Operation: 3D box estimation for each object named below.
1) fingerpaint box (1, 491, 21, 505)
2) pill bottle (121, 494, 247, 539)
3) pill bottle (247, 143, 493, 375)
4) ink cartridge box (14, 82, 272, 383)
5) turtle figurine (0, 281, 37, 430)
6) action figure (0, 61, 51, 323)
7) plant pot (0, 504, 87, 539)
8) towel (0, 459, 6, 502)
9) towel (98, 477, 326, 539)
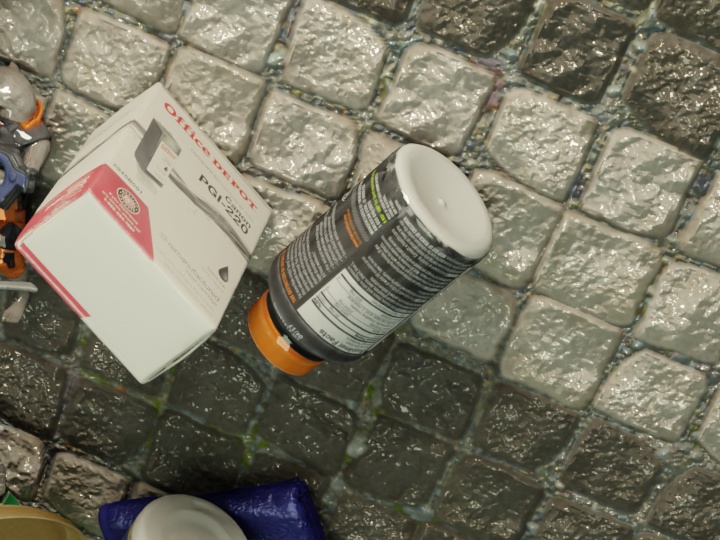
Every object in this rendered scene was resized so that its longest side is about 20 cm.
[{"bbox_3d":[-0.326,0.328,1.857,0.166,0.074,0.200,-31,108,27],"label":"fingerpaint box"},{"bbox_3d":[-0.182,0.292,1.722,0.111,0.111,0.200,33,125,-5],"label":"pill bottle"},{"bbox_3d":[0.000,0.000,1.560,0.106,0.106,0.200,44,121,-12],"label":"pill bottle"},{"bbox_3d":[-0.158,-0.033,1.527,0.085,0.200,0.146,-35,107,23],"label":"ink cartridge box"},{"bbox_3d":[-0.384,0.061,1.624,0.194,0.200,0.145,38,151,26],"label":"turtle figurine"},{"bbox_3d":[-0.311,-0.084,1.624,0.199,0.104,0.195,36,121,28],"label":"action figure"},{"bbox_3d":[-0.328,0.251,1.705,0.198,0.028,0.201,-16,148,-10],"label":"plant pot"},{"bbox_3d":[-0.403,0.160,1.744,0.201,0.085,0.166,54,130,13],"label":"towel"},{"bbox_3d":[-0.118,0.251,1.775,0.198,0.050,0.149,-8,120,21],"label":"towel"}]
